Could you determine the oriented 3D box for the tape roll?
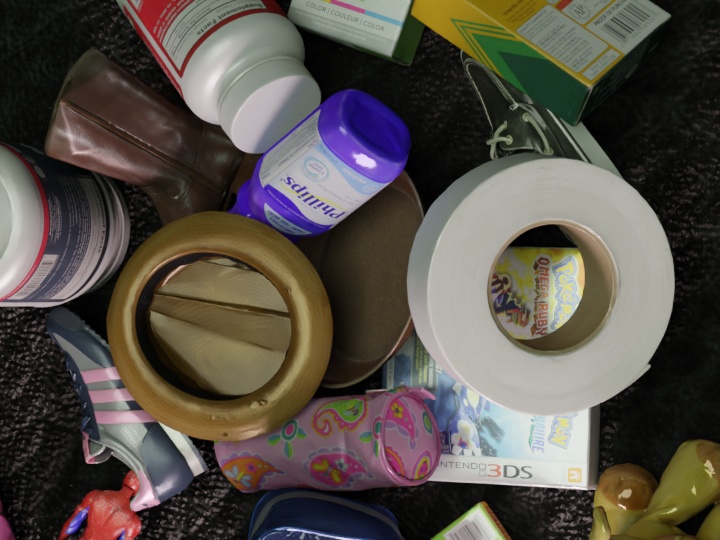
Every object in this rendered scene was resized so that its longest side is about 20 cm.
[{"bbox_3d":[0.140,0.011,1.542,0.202,0.071,0.203,-1,96,-13],"label":"tape roll"}]

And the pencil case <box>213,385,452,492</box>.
[{"bbox_3d":[-0.026,0.140,1.633,0.200,0.087,0.088,-8,86,39],"label":"pencil case"}]

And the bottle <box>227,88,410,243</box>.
[{"bbox_3d":[-0.046,-0.070,1.624,0.083,0.065,0.200,34,136,-22],"label":"bottle"}]

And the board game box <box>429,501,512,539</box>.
[{"bbox_3d":[0.052,0.291,1.663,0.200,0.030,0.096,-38,77,11],"label":"board game box"}]

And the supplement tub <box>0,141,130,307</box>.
[{"bbox_3d":[-0.295,-0.039,1.692,0.140,0.200,0.141,0,89,19],"label":"supplement tub"}]

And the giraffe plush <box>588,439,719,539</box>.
[{"bbox_3d":[0.224,0.234,1.537,0.200,0.162,0.173,-38,78,13],"label":"giraffe plush"}]

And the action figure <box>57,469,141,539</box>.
[{"bbox_3d":[-0.248,0.261,1.750,0.065,0.052,0.200,34,94,10],"label":"action figure"}]

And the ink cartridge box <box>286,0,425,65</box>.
[{"bbox_3d":[0.022,-0.285,1.673,0.104,0.059,0.200,21,94,18],"label":"ink cartridge box"}]

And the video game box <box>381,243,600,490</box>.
[{"bbox_3d":[0.108,0.078,1.642,0.182,0.047,0.201,1,89,16],"label":"video game box"}]

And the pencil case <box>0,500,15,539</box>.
[{"bbox_3d":[-0.374,0.206,1.773,0.093,0.091,0.200,-21,78,-19],"label":"pencil case"}]

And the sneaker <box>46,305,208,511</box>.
[{"bbox_3d":[-0.224,0.120,1.725,0.082,0.070,0.200,-40,75,-10],"label":"sneaker"}]

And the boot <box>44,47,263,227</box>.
[{"bbox_3d":[-0.198,-0.070,1.667,0.064,0.200,0.187,19,85,51],"label":"boot"}]

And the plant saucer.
[{"bbox_3d":[0.000,0.000,1.646,0.200,0.037,0.201,-16,69,49],"label":"plant saucer"}]

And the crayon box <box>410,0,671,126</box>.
[{"bbox_3d":[0.133,-0.216,1.601,0.200,0.126,0.052,37,141,15],"label":"crayon box"}]

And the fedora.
[{"bbox_3d":[-0.109,0.047,1.646,0.200,0.082,0.201,-1,86,18],"label":"fedora"}]

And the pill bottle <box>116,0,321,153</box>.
[{"bbox_3d":[-0.117,-0.196,1.661,0.112,0.112,0.200,-43,58,12],"label":"pill bottle"}]

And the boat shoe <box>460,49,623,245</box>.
[{"bbox_3d":[0.139,-0.109,1.614,0.064,0.071,0.200,-34,77,-21],"label":"boat shoe"}]

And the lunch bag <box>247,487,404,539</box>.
[{"bbox_3d":[-0.037,0.284,1.606,0.135,0.132,0.201,13,99,-3],"label":"lunch bag"}]
